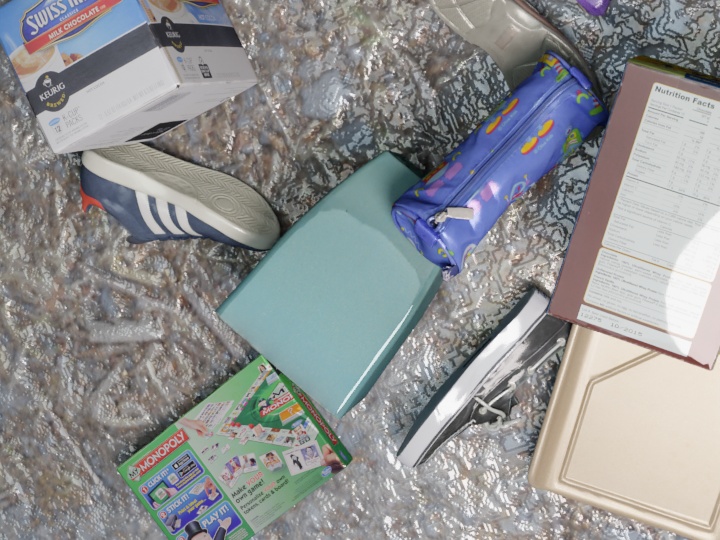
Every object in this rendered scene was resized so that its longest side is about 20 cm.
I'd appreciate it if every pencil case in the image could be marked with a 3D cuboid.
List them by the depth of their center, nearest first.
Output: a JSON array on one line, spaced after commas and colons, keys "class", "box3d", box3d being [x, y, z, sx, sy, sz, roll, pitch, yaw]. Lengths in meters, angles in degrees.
[{"class": "pencil case", "box3d": [0.112, -0.086, 1.111, 0.078, 0.087, 0.200, 45, 85, 3]}]

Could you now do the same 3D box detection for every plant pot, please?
[{"class": "plant pot", "box3d": [0.000, 0.000, 1.212, 0.141, 0.141, 0.200, 39, 99, 6]}]

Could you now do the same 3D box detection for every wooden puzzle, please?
[{"class": "wooden puzzle", "box3d": [0.264, 0.132, 1.214, 0.198, 0.037, 0.187, 16, 103, 4]}]

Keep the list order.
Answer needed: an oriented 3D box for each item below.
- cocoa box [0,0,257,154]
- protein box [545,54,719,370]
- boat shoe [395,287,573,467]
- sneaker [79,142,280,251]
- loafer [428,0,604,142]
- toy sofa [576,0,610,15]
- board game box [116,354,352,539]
[{"class": "cocoa box", "box3d": [-0.200, -0.193, 1.199, 0.133, 0.200, 0.132, -25, 91, 18]}, {"class": "protein box", "box3d": [0.250, -0.055, 1.100, 0.134, 0.198, 0.202, 19, 103, 11]}, {"class": "boat shoe", "box3d": [0.115, 0.110, 1.233, 0.068, 0.074, 0.200, 41, 91, -1]}, {"class": "sneaker", "box3d": [-0.172, -0.052, 1.290, 0.199, 0.075, 0.085, 25, 123, 7]}, {"class": "loafer", "box3d": [0.141, -0.197, 1.178, 0.200, 0.063, 0.072, 43, 126, -14]}, {"class": "toy sofa", "box3d": [0.155, -0.305, 1.146, 0.200, 0.083, 0.098, 42, 106, 5]}, {"class": "board game box", "box3d": [-0.123, 0.187, 1.331, 0.199, 0.029, 0.135, -38, 87, 18]}]
